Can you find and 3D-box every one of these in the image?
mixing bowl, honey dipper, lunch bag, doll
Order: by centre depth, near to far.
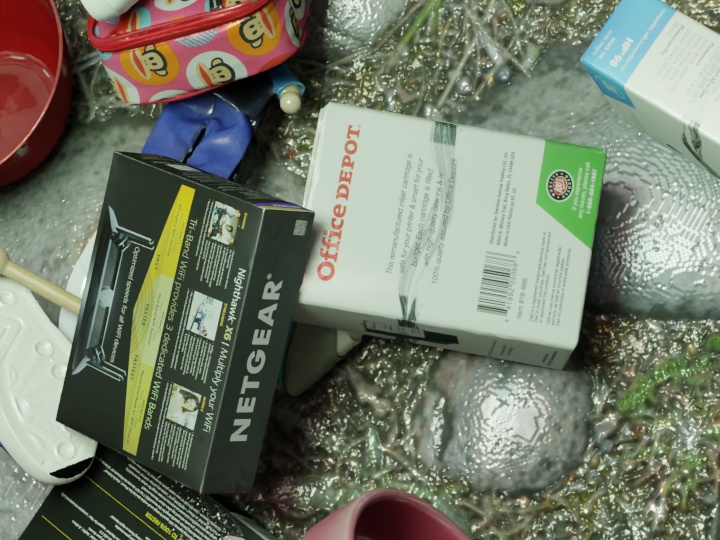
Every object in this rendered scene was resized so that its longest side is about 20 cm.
[{"bbox_3d":[-0.187,0.036,1.732,0.200,0.038,0.038,29,84,-8],"label":"honey dipper"},{"bbox_3d":[-0.110,-0.121,1.766,0.136,0.048,0.200,12,51,22],"label":"doll"},{"bbox_3d":[-0.122,-0.207,1.781,0.176,0.082,0.200,-13,35,19],"label":"lunch bag"},{"bbox_3d":[-0.299,-0.137,1.849,0.200,0.108,0.200,-6,70,17],"label":"mixing bowl"}]

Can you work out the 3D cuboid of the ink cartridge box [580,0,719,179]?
[{"bbox_3d":[0.257,-0.101,1.619,0.200,0.116,0.067,35,87,27],"label":"ink cartridge box"}]

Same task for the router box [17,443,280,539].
[{"bbox_3d":[-0.147,0.218,1.706,0.200,0.051,0.149,35,89,27],"label":"router box"}]

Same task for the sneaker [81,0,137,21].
[{"bbox_3d":[-0.130,-0.257,1.713,0.116,0.074,0.200,-13,34,26],"label":"sneaker"}]

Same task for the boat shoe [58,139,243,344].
[{"bbox_3d":[-0.152,-0.013,1.779,0.068,0.072,0.200,24,76,28],"label":"boat shoe"}]

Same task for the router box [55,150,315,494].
[{"bbox_3d":[-0.122,0.033,1.633,0.157,0.052,0.200,22,103,41],"label":"router box"}]

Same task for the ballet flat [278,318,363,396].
[{"bbox_3d":[0.000,0.000,1.714,0.064,0.067,0.200,15,79,19],"label":"ballet flat"}]

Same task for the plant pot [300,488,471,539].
[{"bbox_3d":[-0.006,0.271,1.569,0.179,0.200,0.200,-35,63,25],"label":"plant pot"}]

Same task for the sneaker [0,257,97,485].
[{"bbox_3d":[-0.268,0.091,1.773,0.081,0.146,0.200,-19,71,-31],"label":"sneaker"}]

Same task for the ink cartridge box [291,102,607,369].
[{"bbox_3d":[0.058,-0.023,1.652,0.200,0.083,0.147,11,76,1],"label":"ink cartridge box"}]
